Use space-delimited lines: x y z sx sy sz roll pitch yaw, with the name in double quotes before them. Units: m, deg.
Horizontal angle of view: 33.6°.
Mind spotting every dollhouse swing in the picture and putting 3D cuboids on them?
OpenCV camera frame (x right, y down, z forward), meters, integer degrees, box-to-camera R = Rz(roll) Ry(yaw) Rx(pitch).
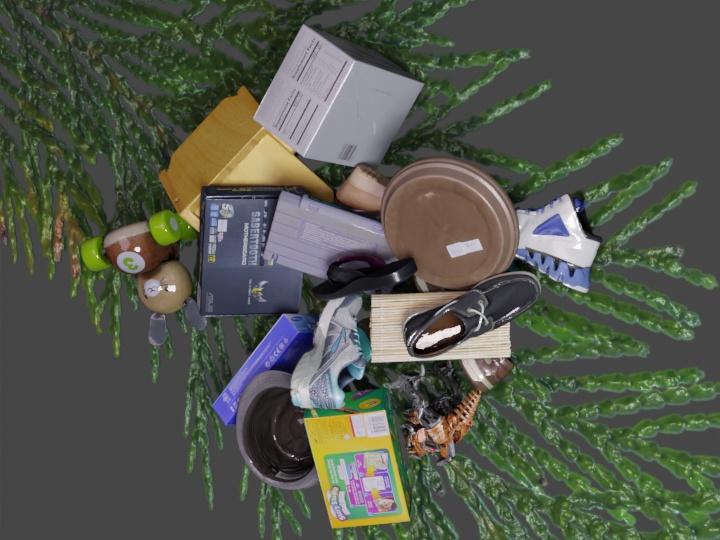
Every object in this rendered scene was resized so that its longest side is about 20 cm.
"dollhouse swing" -0.169 -0.138 1.865 0.200 0.176 0.182 -46 40 9

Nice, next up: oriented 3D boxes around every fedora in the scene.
"fedora" -0.097 0.232 1.807 0.176 0.090 0.201 24 115 19

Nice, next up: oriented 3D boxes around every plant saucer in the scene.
"plant saucer" 0.116 -0.057 1.610 0.199 0.029 0.201 12 124 19

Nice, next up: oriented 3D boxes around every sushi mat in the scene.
"sushi mat" 0.109 0.077 1.657 0.199 0.012 0.096 -3 83 11

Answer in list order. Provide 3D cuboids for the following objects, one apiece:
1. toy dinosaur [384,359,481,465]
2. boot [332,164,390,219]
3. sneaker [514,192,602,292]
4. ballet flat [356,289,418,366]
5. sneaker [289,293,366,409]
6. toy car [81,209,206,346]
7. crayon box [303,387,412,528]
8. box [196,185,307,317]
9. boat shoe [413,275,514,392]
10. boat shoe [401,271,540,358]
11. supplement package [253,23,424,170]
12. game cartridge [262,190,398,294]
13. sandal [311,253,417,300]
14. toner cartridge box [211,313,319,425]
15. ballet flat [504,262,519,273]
"toy dinosaur" 0.115 0.200 1.680 0.200 0.102 0.136 -31 73 35
"boot" 0.038 -0.045 1.774 0.200 0.072 0.167 35 123 15
"sneaker" 0.249 -0.064 1.632 0.199 0.080 0.116 30 99 23
"ballet flat" 0.026 0.097 1.761 0.200 0.068 0.068 -34 69 27
"sneaker" -0.025 0.117 1.693 0.086 0.078 0.201 12 55 17
"toy car" -0.332 0.018 1.952 0.164 0.158 0.201 -19 89 19
"crayon box" -0.002 0.270 1.704 0.118 0.058 0.201 -7 117 10
"box" -0.165 -0.029 1.806 0.051 0.157 0.201 -123 36 -59
"boat shoe" 0.151 0.069 1.692 0.075 0.075 0.203 -33 77 12
"boat shoe" 0.151 0.064 1.601 0.199 0.068 0.072 -23 105 8
"supplement package" -0.029 -0.246 1.732 0.111 0.200 0.156 39 108 27
"game cartridge" -0.034 -0.038 1.733 0.199 0.038 0.130 19 131 -2
"sandal" 0.001 -0.001 1.673 0.200 0.075 0.048 -14 107 48
"toner cartridge box" -0.137 0.153 1.846 0.043 0.095 0.200 48 111 24
"ballet flat" 0.127 -0.034 1.671 0.200 0.068 0.075 39 110 -2
